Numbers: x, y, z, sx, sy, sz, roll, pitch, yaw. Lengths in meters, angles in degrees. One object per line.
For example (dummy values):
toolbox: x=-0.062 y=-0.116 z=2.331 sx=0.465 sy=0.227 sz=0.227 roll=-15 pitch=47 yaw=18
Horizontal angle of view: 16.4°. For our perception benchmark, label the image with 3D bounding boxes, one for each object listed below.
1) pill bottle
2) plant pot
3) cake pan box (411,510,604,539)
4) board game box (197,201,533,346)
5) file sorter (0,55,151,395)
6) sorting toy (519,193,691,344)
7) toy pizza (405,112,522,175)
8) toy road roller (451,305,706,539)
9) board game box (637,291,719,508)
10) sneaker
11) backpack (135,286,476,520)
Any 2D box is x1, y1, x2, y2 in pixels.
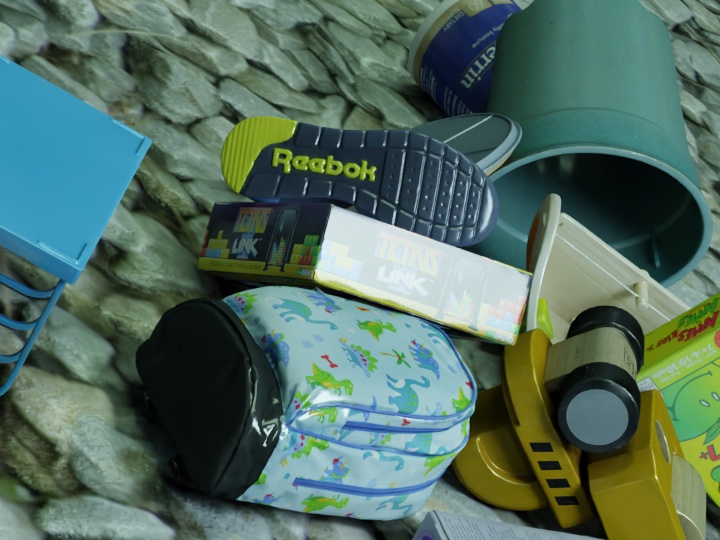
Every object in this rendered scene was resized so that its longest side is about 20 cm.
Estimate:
pill bottle: x=0.142 y=-0.152 z=2.209 sx=0.115 sy=0.116 sz=0.200 roll=-3 pitch=42 yaw=-49
plant pot: x=0.180 y=-0.109 z=2.018 sx=0.199 sy=0.200 sz=0.197 roll=20 pitch=49 yaw=-22
cake pan box: x=0.137 y=0.243 z=1.607 sx=0.183 sy=0.052 sz=0.201 roll=14 pitch=32 yaw=-36
board game box: x=0.000 y=0.000 z=1.752 sx=0.164 sy=0.057 sz=0.200 roll=20 pitch=-7 yaw=-26
file sorter: x=-0.239 y=-0.032 z=1.590 sx=0.138 sy=0.123 sz=0.200 roll=29 pitch=27 yaw=-6
sorting toy: x=0.180 y=0.077 z=1.894 sx=0.199 sy=0.107 sz=0.181 roll=36 pitch=37 yaw=-18
toy pizza: x=0.033 y=-0.066 z=1.912 sx=0.200 sy=0.199 sz=0.032 roll=-60 pitch=131 yaw=-64
toy road roller: x=0.150 y=0.134 z=1.761 sx=0.123 sy=0.145 sz=0.201 roll=-72 pitch=140 yaw=-63
board game box: x=0.286 y=0.116 z=1.839 sx=0.200 sy=0.101 sz=0.048 roll=48 pitch=26 yaw=-23
sneaker: x=0.003 y=-0.063 z=1.771 sx=0.198 sy=0.075 sz=0.082 roll=15 pitch=-8 yaw=7
backpack: x=-0.022 y=0.089 z=1.621 sx=0.199 sy=0.154 sz=0.163 roll=30 pitch=16 yaw=-36
